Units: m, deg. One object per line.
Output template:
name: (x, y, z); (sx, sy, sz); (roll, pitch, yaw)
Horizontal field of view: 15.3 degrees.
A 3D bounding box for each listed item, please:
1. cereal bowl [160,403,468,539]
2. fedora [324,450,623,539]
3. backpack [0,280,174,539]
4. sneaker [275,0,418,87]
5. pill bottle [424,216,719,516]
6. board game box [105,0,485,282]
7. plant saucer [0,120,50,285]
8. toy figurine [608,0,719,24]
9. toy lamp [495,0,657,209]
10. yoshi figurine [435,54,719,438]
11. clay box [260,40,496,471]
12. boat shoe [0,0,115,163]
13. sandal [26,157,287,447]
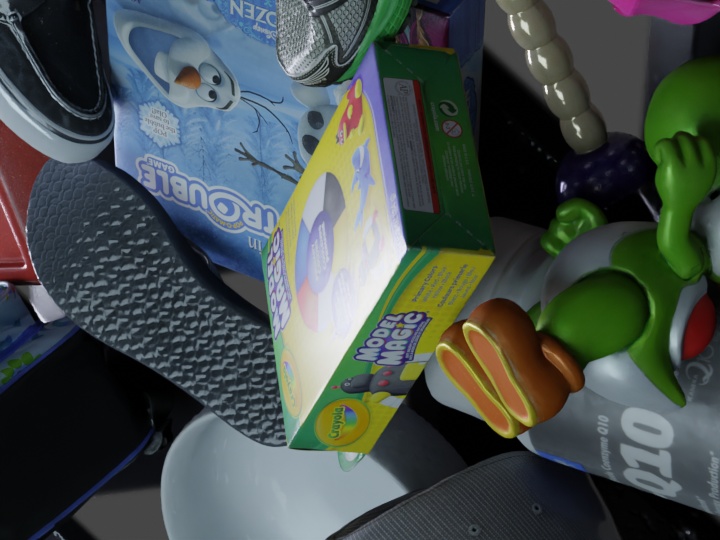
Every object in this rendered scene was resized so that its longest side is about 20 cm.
cereal bowl: (-0.005, 0.135, 1.447); (0.199, 0.083, 0.201); (19, 130, 24)
fedora: (0.058, 0.141, 1.292); (0.177, 0.199, 0.091); (141, 113, -67)
backpack: (-0.240, 0.102, 1.528); (0.147, 0.183, 0.200); (53, 146, -10)
sneaker: (-0.023, -0.165, 1.175); (0.078, 0.085, 0.201); (44, 144, 37)
pill bottle: (0.137, 0.045, 1.251); (0.199, 0.114, 0.114); (17, 130, 26)
board game box: (-0.035, -0.079, 1.337); (0.199, 0.043, 0.200); (20, 133, 24)
plant saucer: (-0.254, -0.070, 1.513); (0.199, 0.037, 0.201); (0, 120, 37)
toy figurine: (0.130, -0.190, 1.098); (0.199, 0.151, 0.185); (-16, 128, 17)
toy lamp: (0.073, -0.124, 1.216); (0.058, 0.058, 0.201); (-8, 118, 40)
yoshi figurine: (0.120, -0.022, 1.167); (0.112, 0.199, 0.112); (42, 160, 41)
clay box: (0.000, 0.000, 1.251); (0.047, 0.116, 0.200); (5, 145, -21)
boat shoe: (-0.169, -0.153, 1.346); (0.068, 0.072, 0.201); (-30, 82, 44)
sandal: (-0.096, 0.019, 1.382); (0.200, 0.043, 0.076); (43, 106, 13)
